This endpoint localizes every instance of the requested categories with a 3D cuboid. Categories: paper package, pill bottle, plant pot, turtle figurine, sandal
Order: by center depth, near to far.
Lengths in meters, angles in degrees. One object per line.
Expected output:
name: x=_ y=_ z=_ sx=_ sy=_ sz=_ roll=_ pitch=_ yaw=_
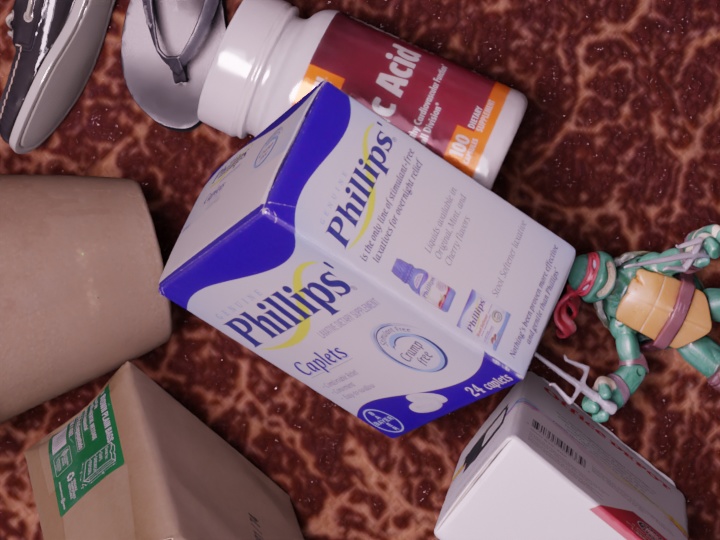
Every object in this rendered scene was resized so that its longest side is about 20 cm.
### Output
paper package: x=-0.114 y=0.190 z=1.357 sx=0.103 sy=0.200 sz=0.191 roll=-39 pitch=123 yaw=9
pill bottle: x=0.001 y=-0.104 z=1.379 sx=0.199 sy=0.114 sz=0.115 roll=24 pitch=98 yaw=2
turtle figurine: x=0.208 y=0.029 z=1.382 sx=0.199 sy=0.101 sz=0.150 roll=19 pitch=113 yaw=-12
plant pot: x=-0.222 y=0.009 z=1.393 sx=0.173 sy=0.200 sz=0.202 roll=-13 pitch=95 yaw=-10
sandal: x=-0.122 y=-0.196 z=1.418 sx=0.076 sy=0.043 sz=0.202 roll=9 pitch=97 yaw=5

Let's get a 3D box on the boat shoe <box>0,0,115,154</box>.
boat shoe: x=-0.207 y=-0.178 z=1.414 sx=0.060 sy=0.074 sz=0.201 roll=28 pitch=104 yaw=11

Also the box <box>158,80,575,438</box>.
box: x=0.000 y=0.000 z=1.324 sx=0.199 sy=0.184 sz=0.105 roll=33 pitch=62 yaw=-14

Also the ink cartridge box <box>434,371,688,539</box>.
ink cartridge box: x=0.136 y=0.159 z=1.354 sx=0.145 sy=0.200 sz=0.083 roll=38 pitch=102 yaw=1
